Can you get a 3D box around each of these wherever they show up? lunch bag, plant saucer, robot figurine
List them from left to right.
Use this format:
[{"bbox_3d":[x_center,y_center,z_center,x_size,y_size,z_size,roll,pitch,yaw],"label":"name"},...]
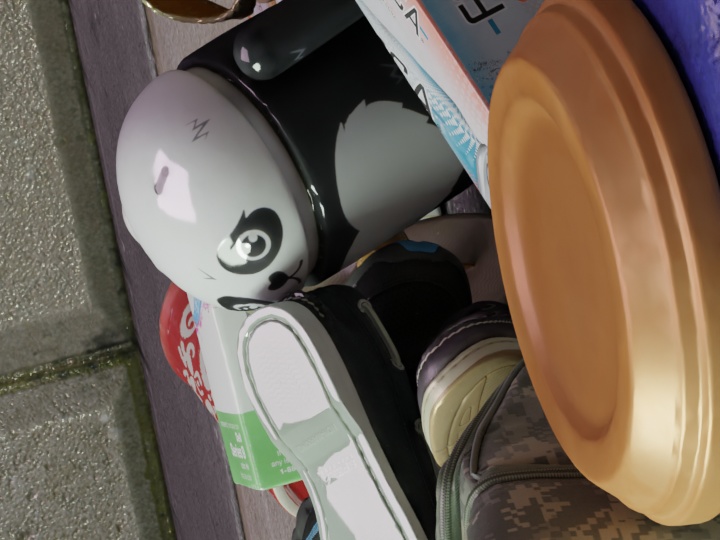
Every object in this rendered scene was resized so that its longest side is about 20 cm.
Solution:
[{"bbox_3d":[-0.018,-0.064,1.313,0.125,0.199,0.151,6,124,61],"label":"robot figurine"},{"bbox_3d":[0.087,-0.003,1.022,0.200,0.037,0.202,168,90,-78],"label":"plant saucer"},{"bbox_3d":[0.103,0.147,1.164,0.168,0.138,0.201,-86,-8,-59],"label":"lunch bag"}]

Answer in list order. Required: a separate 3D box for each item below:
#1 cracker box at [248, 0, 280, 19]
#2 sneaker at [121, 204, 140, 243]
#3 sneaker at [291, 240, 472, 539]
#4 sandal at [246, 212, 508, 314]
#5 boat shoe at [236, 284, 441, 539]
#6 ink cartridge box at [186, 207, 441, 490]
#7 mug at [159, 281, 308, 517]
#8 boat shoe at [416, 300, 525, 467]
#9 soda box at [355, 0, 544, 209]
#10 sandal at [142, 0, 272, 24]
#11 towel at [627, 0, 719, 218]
[{"bbox_3d":[-0.035,-0.195,1.640,0.200,0.057,0.135,-155,51,-76],"label":"cracker box"},{"bbox_3d":[-0.040,-0.079,1.488,0.073,0.200,0.112,53,178,-9],"label":"sneaker"},{"bbox_3d":[0.018,0.085,1.337,0.082,0.073,0.201,-112,29,-63],"label":"sneaker"},{"bbox_3d":[0.000,0.000,1.420,0.054,0.199,0.081,29,-106,-50],"label":"sandal"},{"bbox_3d":[0.012,0.101,1.267,0.075,0.060,0.201,-19,91,45],"label":"boat shoe"},{"bbox_3d":[-0.022,0.009,1.599,0.087,0.144,0.202,169,87,-79],"label":"ink cartridge box"},{"bbox_3d":[-0.024,0.078,1.869,0.134,0.177,0.200,-62,30,15],"label":"mug"},{"bbox_3d":[0.058,0.047,1.270,0.065,0.072,0.200,55,-170,18],"label":"boat shoe"},{"bbox_3d":[0.037,-0.126,1.202,0.201,0.063,0.068,58,164,18],"label":"soda box"},{"bbox_3d":[-0.073,-0.148,1.289,0.078,0.069,0.212,64,168,-9],"label":"sandal"},{"bbox_3d":[0.122,-0.069,1.002,0.200,0.049,0.149,158,101,-78],"label":"towel"}]
